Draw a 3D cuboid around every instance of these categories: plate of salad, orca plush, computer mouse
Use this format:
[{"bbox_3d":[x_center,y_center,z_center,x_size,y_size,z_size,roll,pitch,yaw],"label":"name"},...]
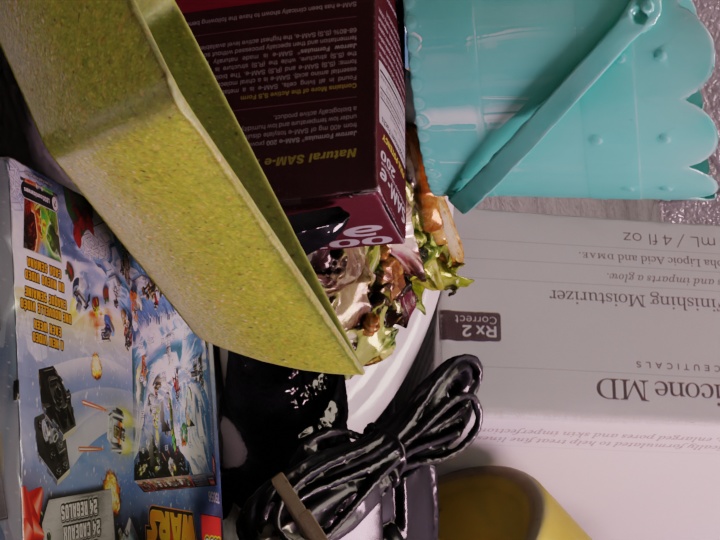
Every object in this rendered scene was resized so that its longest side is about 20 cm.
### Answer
[{"bbox_3d":[0.000,0.000,1.044,0.200,0.048,0.202,-33,131,-48],"label":"plate of salad"},{"bbox_3d":[-0.013,0.056,0.931,0.105,0.071,0.201,-49,156,-45],"label":"orca plush"},{"bbox_3d":[-0.005,0.136,0.899,0.138,0.053,0.201,-32,152,-39],"label":"computer mouse"}]

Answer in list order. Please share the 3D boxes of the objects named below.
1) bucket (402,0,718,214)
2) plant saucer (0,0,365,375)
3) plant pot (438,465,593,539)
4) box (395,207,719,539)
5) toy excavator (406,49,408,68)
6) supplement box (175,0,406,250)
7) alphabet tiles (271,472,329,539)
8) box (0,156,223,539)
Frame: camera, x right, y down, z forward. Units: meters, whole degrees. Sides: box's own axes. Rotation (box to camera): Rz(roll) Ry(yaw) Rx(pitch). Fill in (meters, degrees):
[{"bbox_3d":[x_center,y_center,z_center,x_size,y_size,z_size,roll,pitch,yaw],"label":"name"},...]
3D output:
[{"bbox_3d":[0.094,-0.124,1.003,0.207,0.134,0.209,-3,90,-82],"label":"bucket"},{"bbox_3d":[-0.083,-0.069,0.743,0.201,0.048,0.200,62,1,32],"label":"plant saucer"},{"bbox_3d":[0.080,0.216,1.146,0.190,0.200,0.201,58,25,-26],"label":"plant pot"},{"bbox_3d":[0.125,0.070,1.226,0.200,0.197,0.132,104,-12,-62],"label":"box"},{"bbox_3d":[0.057,-0.212,1.165,0.100,0.198,0.196,-18,102,-76],"label":"toy excavator"},{"bbox_3d":[-0.037,-0.109,0.938,0.061,0.108,0.202,56,32,-64],"label":"supplement box"},{"bbox_3d":[0.031,0.163,0.722,0.200,0.006,0.167,55,-6,30],"label":"alphabet tiles"},{"bbox_3d":[-0.098,0.049,0.767,0.200,0.040,0.138,34,50,-72],"label":"box"}]
